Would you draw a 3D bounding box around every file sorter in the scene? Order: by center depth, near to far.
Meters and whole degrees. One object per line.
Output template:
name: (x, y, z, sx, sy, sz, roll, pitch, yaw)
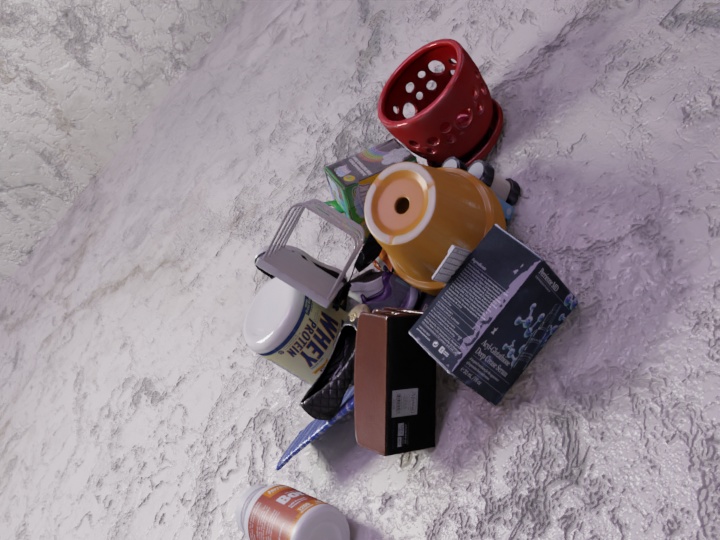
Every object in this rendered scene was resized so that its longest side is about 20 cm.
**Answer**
file sorter: (-0.073, -0.040, 1.422, 0.126, 0.137, 0.200, -59, 0, 9)

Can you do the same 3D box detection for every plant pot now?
plant pot: (0.101, -0.078, 1.291, 0.196, 0.182, 0.206, -9, 72, 30)
plant pot: (0.159, -0.294, 1.552, 0.198, 0.182, 0.203, -31, 38, 29)

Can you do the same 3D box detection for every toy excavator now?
toy excavator: (0.199, -0.073, 1.400, 0.193, 0.099, 0.204, 16, 85, 52)

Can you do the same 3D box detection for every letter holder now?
letter holder: (0.036, 0.163, 1.285, 0.141, 0.099, 0.206, 5, 95, 54)

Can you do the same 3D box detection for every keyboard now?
keyboard: (0.160, 0.000, 1.223, 0.011, 0.199, 0.057, 34, 101, 28)

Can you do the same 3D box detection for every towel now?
towel: (-0.050, 0.250, 1.400, 0.199, 0.024, 0.145, -42, 0, 19)

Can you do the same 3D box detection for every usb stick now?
usb stick: (0.121, 0.069, 1.348, 0.056, 0.032, 0.200, -54, 12, 0)

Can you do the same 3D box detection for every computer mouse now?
computer mouse: (0.000, 0.000, 1.464, 0.202, 0.034, 0.059, -62, 0, -38)

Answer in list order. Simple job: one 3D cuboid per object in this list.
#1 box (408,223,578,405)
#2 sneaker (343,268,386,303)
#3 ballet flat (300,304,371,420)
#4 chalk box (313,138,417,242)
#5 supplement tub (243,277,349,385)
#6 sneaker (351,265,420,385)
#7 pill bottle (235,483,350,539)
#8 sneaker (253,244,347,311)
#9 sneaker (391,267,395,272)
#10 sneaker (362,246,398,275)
box: (0.193, 0.067, 1.198, 0.201, 0.148, 0.107, -52, 47, 2)
sneaker: (0.019, 0.049, 1.523, 0.072, 0.086, 0.200, -28, 8, -11)
ballet flat: (-0.033, 0.143, 1.339, 0.066, 0.056, 0.203, -1, 60, 53)
chalk box: (0.011, -0.140, 1.566, 0.196, 0.126, 0.125, -24, 31, -8)
supplement tub: (-0.093, 0.115, 1.473, 0.144, 0.199, 0.147, -31, 40, 31)
sneaker: (0.017, 0.092, 1.412, 0.202, 0.087, 0.074, -56, 5, 4)
pill bottle: (-0.115, 0.404, 1.320, 0.198, 0.112, 0.114, 4, 62, 51)
sneaker: (-0.108, 0.026, 1.580, 0.074, 0.196, 0.113, -56, 26, 35)
sneaker: (0.129, -0.052, 1.479, 0.201, 0.080, 0.074, -55, -7, -31)
sneaker: (0.052, -0.038, 1.573, 0.077, 0.073, 0.200, -37, 41, -3)
